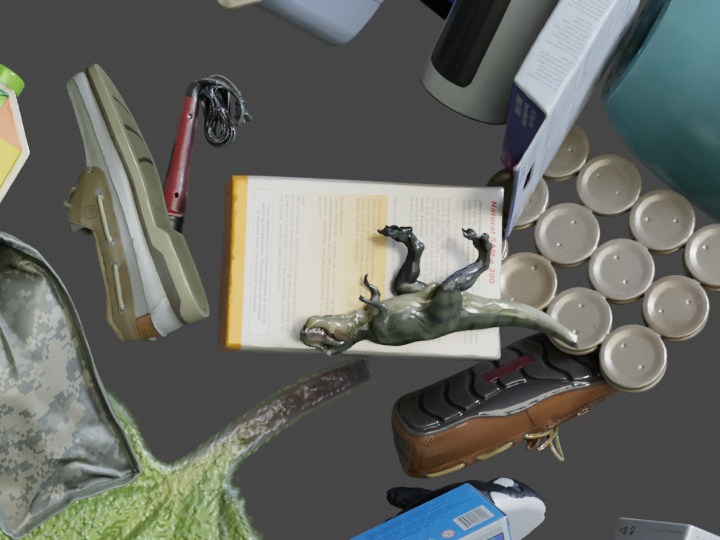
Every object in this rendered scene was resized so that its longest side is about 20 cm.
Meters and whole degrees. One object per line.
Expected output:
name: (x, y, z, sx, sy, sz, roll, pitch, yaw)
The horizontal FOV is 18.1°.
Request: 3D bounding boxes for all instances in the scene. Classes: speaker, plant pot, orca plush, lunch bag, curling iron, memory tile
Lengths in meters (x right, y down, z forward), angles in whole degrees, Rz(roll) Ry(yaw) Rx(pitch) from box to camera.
speaker: (0.119, -0.210, 1.651, 0.081, 0.081, 0.200, 16, 119, -18)
plant pot: (0.279, -0.141, 1.704, 0.161, 0.201, 0.201, 28, 77, -5)
orca plush: (0.037, 0.197, 1.673, 0.200, 0.071, 0.105, -33, 142, -13)
lunch bag: (-0.246, 0.056, 1.492, 0.118, 0.164, 0.200, -26, 108, -20)
curling iron: (-0.127, -0.046, 1.629, 0.050, 0.026, 0.200, 16, 85, 17)
memory tile: (0.174, -0.012, 1.688, 0.200, 0.017, 0.153, 36, 78, 19)

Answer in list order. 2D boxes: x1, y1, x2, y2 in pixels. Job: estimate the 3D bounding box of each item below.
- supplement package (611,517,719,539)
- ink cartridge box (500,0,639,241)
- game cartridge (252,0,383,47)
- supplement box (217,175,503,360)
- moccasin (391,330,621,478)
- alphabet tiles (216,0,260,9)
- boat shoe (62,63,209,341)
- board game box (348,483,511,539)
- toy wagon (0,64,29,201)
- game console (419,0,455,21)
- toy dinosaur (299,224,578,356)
supplement package: (0.237, 0.300, 1.693, 0.121, 0.120, 0.200, 23, 80, -18)
ink cartridge box: (0.140, -0.136, 1.620, 0.043, 0.196, 0.200, 31, 78, 8)
game cartridge: (-0.016, -0.275, 1.671, 0.133, 0.040, 0.200, 26, 82, -30)
supplement box: (0.000, 0.000, 1.635, 0.200, 0.074, 0.126, 3, 85, -8)
moccasin: (0.121, 0.103, 1.689, 0.201, 0.074, 0.078, -25, 135, -16)
alphabet tiles: (-0.062, -0.291, 1.612, 0.200, 0.015, 0.196, -14, 80, 12)
boat shoe: (-0.174, -0.047, 1.590, 0.068, 0.075, 0.200, -23, 77, 7)
board game box: (0.022, 0.280, 1.608, 0.200, 0.056, 0.196, -23, 122, -20)
toy wagon: (-0.331, -0.104, 1.558, 0.200, 0.040, 0.155, 33, 76, -15)
game console: (0.101, -0.281, 1.657, 0.200, 0.171, 0.118, 33, 49, -38)
toy dinosaur: (0.054, 0.014, 1.582, 0.200, 0.047, 0.088, -2, 101, -9)
